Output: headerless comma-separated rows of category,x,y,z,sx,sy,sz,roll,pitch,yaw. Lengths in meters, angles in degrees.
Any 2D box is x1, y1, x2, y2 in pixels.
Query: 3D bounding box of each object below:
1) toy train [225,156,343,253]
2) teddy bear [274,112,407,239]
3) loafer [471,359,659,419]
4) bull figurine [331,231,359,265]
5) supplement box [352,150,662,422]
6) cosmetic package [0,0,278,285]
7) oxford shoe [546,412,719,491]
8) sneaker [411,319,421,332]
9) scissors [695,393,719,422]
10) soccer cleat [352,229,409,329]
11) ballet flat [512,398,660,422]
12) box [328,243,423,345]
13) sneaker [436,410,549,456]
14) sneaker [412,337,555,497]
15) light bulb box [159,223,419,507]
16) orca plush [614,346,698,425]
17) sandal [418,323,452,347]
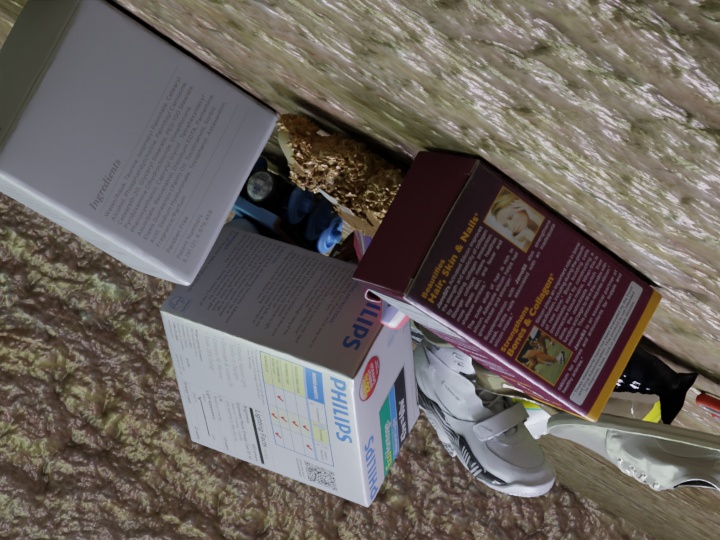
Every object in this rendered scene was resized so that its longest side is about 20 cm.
toy train,-0.083,-0.034,1.646,0.086,0.115,0.200,26,173,20
teddy bear,0.016,-0.063,1.287,0.199,0.067,0.145,34,171,25
loafer,0.194,0.118,1.553,0.198,0.068,0.076,11,-162,-17
bull figurine,0.000,0.000,1.617,0.065,0.121,0.200,51,168,6
supplement box,0.108,0.012,1.195,0.199,0.111,0.085,33,172,-28
cosmetic package,-0.211,-0.112,1.379,0.199,0.168,0.167,31,173,-26
oxford shoe,0.255,0.164,1.464,0.198,0.058,0.075,10,174,28
sneaker,0.132,0.069,1.705,0.115,0.076,0.200,14,169,37
scissors,0.401,0.165,1.517,0.199,0.014,0.073,27,171,32
soccer cleat,0.020,-0.012,1.431,0.066,0.077,0.200,30,-173,-21
ballet flat,0.208,0.109,1.645,0.198,0.067,0.067,14,139,12
box,0.069,0.048,1.896,0.199,0.050,0.157,35,171,-38
sneaker,0.175,0.146,1.734,0.198,0.081,0.077,-8,-158,16
sneaker,0.123,0.124,1.598,0.200,0.075,0.116,45,139,24
light bulb box,-0.060,0.088,1.524,0.198,0.125,0.199,17,142,20
orca plush,0.195,0.093,1.449,0.199,0.072,0.105,32,144,-15
sandal,0.086,0.020,1.415,0.057,0.081,0.201,-8,171,-19
